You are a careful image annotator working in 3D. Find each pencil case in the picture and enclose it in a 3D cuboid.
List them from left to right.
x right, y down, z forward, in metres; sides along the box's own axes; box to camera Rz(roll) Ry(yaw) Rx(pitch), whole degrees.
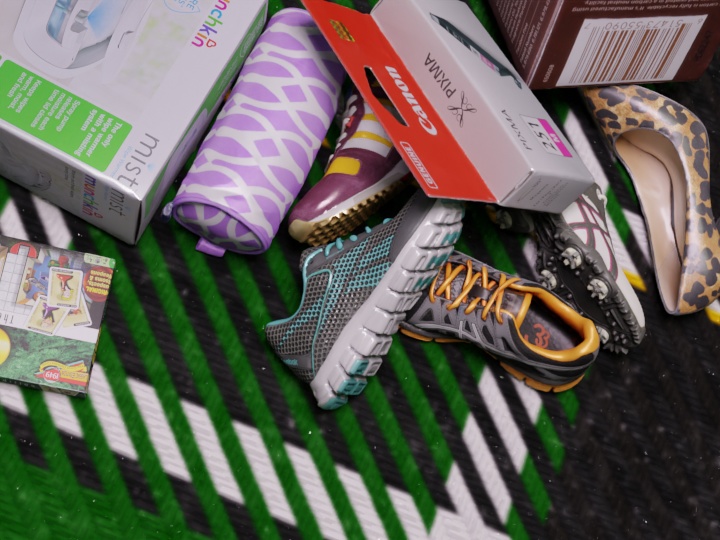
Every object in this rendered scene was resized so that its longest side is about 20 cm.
[{"bbox_3d":[-0.071,-0.103,0.901,0.084,0.086,0.200,25,68,1],"label":"pencil case"}]

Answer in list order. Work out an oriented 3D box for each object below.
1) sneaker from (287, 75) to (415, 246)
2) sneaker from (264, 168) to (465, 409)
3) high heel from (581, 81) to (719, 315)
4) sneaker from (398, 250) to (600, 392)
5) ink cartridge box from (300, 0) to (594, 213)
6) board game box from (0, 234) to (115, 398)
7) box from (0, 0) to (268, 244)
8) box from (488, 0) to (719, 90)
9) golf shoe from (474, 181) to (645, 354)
[{"bbox_3d":[0.002,-0.098,0.929,0.200,0.075,0.090,-38,86,-31],"label":"sneaker"},{"bbox_3d":[0.000,0.000,0.861,0.091,0.078,0.200,36,96,16],"label":"sneaker"},{"bbox_3d":[0.238,-0.064,0.978,0.200,0.071,0.143,40,64,-7],"label":"high heel"},{"bbox_3d":[0.096,0.025,0.909,0.200,0.077,0.078,23,70,-5],"label":"sneaker"},{"bbox_3d":[0.065,-0.134,0.872,0.174,0.044,0.200,3,49,-52],"label":"ink cartridge box"},{"bbox_3d":[-0.283,0.021,0.837,0.200,0.023,0.105,12,72,-11],"label":"board game box"},{"bbox_3d":[-0.194,-0.151,0.879,0.176,0.097,0.200,29,66,-2],"label":"box"},{"bbox_3d":[0.199,-0.275,0.960,0.166,0.164,0.200,-6,57,-15],"label":"box"},{"bbox_3d":[0.177,-0.030,0.951,0.088,0.077,0.200,-31,83,-29],"label":"golf shoe"}]
